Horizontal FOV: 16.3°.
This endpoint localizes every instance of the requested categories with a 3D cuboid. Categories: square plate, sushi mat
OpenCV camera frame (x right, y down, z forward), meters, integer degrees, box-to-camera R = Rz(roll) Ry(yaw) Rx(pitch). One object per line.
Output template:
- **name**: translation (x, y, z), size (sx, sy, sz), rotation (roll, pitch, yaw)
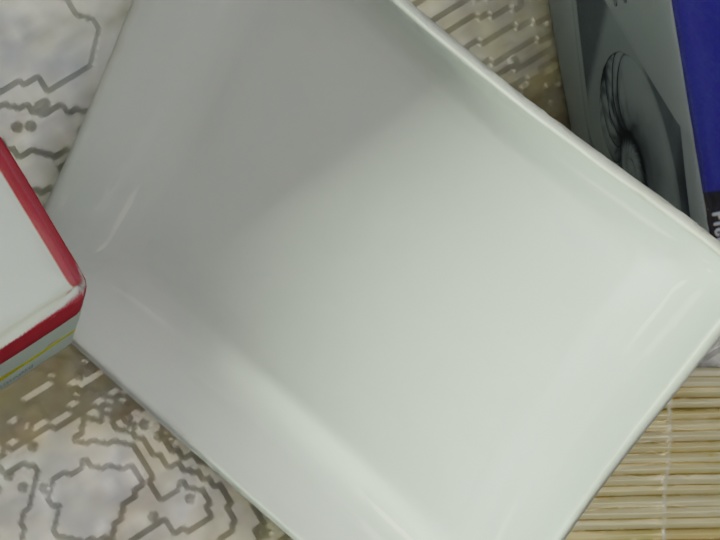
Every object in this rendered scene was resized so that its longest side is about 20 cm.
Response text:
- **square plate**: translation (0.000, 0.000, 0.747), size (0.198, 0.200, 0.028), rotation (40, 43, 12)
- **sushi mat**: translation (0.145, 0.081, 0.865), size (0.199, 0.012, 0.096), rotation (0, 89, -10)

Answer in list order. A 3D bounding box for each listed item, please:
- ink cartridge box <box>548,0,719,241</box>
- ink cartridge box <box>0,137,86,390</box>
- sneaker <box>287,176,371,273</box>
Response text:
- **ink cartridge box**: translation (0.098, -0.083, 0.763), size (0.040, 0.200, 0.200), rotation (-10, 91, -10)
- **ink cartridge box**: translation (-0.174, -0.009, 0.708), size (0.144, 0.200, 0.146), rotation (-32, 89, -9)
- **sneaker**: translation (0.000, -0.003, 0.803), size (0.074, 0.085, 0.201), rotation (-17, 93, -9)
